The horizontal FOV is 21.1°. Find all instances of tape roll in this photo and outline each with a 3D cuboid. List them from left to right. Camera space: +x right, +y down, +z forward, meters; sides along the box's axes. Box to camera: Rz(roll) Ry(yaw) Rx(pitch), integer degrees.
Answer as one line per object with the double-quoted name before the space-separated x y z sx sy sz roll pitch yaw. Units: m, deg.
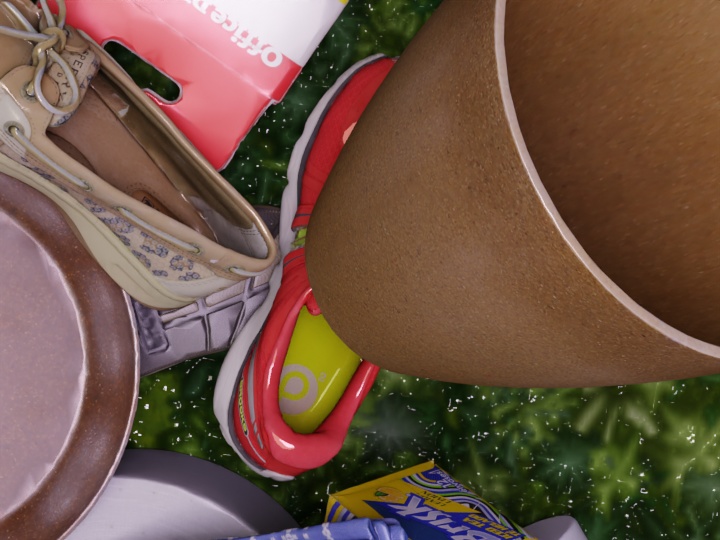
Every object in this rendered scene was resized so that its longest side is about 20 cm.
"tape roll" -0.108 0.189 0.917 0.200 0.066 0.201 1 95 6

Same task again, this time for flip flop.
"flip flop" -0.118 0.012 0.908 0.199 0.058 0.081 -14 100 -9

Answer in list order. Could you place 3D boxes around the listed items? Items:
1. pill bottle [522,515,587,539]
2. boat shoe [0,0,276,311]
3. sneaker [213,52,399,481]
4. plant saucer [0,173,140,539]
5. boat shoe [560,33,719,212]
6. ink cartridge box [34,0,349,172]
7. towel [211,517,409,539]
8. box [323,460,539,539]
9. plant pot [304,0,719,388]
"pill bottle" 0.110 0.217 0.875 0.112 0.112 0.200 -28 92 8
"boat shoe" -0.113 -0.063 0.811 0.063 0.073 0.200 -15 134 38
"sneaker" 0.000 0.000 0.863 0.077 0.085 0.200 19 85 -18
"plant saucer" -0.196 0.042 0.835 0.200 0.034 0.201 0 91 -19
"boat shoe" 0.110 -0.108 0.831 0.072 0.066 0.201 -39 81 38
"ink cartridge box" -0.051 -0.158 0.866 0.116 0.067 0.200 35 98 -10
"towel" -0.036 0.177 0.812 0.200 0.024 0.145 -14 96 45
"box" 0.014 0.189 0.832 0.070 0.064 0.200 34 124 41
"plant pot" 0.067 -0.030 0.748 0.200 0.186 0.187 -27 94 51
